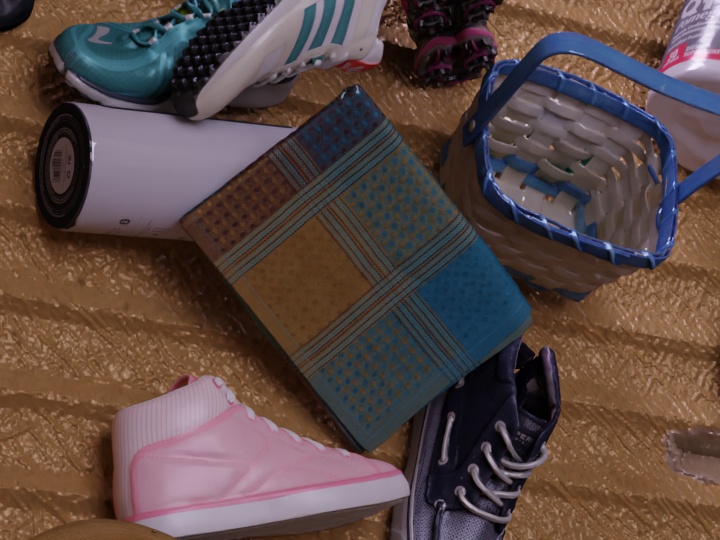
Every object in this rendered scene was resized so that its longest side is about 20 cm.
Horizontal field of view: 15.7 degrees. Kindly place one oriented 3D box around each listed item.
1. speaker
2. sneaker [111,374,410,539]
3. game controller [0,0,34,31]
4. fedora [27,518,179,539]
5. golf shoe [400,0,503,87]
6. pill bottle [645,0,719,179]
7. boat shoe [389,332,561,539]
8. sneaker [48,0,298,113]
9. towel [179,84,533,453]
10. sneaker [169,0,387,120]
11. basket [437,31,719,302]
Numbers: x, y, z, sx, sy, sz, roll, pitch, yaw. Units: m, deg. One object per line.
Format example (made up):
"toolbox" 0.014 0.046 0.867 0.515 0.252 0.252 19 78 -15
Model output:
"speaker" -0.100 -0.057 1.652 0.199 0.081 0.082 4 63 -32
"sneaker" -0.063 0.109 1.590 0.199 0.075 0.105 -4 73 -32
"game controller" -0.294 -0.194 1.628 0.199 0.042 0.105 -9 85 -37
"fedora" -0.136 0.240 1.465 0.199 0.082 0.202 14 56 -22
"golf shoe" 0.056 -0.202 1.777 0.072 0.200 0.093 -12 71 -8
"pill bottle" 0.291 -0.173 1.968 0.110 0.111 0.201 36 50 -13
"boat shoe" 0.077 0.131 1.660 0.074 0.093 0.201 24 54 -31
"sneaker" -0.114 -0.152 1.689 0.199 0.080 0.078 -11 54 -40
"towel" 0.000 0.000 1.635 0.200 0.146 0.022 51 4 -21
"sneaker" -0.031 -0.148 1.653 0.200 0.070 0.094 -49 114 -23
"basket" 0.146 -0.077 1.753 0.175 0.200 0.140 22 55 -25
